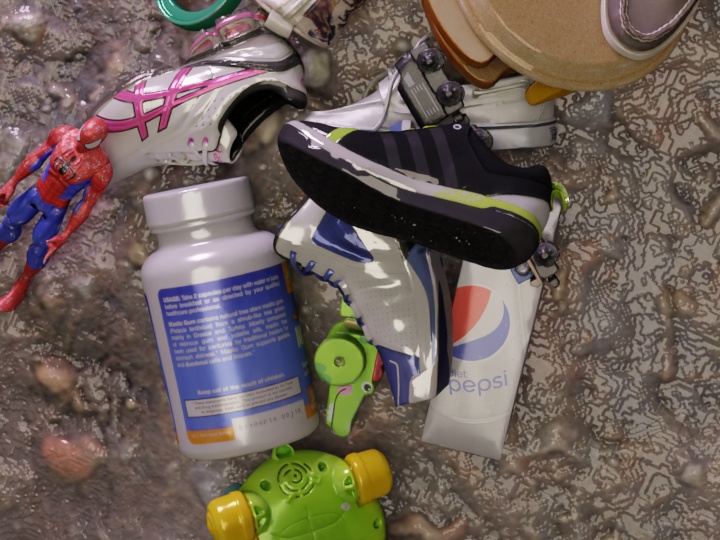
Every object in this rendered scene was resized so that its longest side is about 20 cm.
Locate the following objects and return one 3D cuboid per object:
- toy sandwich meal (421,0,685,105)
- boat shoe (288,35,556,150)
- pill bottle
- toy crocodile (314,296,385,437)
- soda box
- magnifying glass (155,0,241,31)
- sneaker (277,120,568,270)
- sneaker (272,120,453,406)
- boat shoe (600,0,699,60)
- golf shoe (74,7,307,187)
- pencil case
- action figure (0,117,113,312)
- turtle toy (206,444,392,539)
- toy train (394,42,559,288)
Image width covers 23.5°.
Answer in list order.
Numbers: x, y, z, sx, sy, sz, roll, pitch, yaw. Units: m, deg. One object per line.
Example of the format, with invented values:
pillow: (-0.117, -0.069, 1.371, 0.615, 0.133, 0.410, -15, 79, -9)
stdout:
toy sandwich meal: (0.141, -0.207, 1.254, 0.205, 0.070, 0.206, 4, 73, -13)
boat shoe: (0.044, -0.131, 1.283, 0.202, 0.075, 0.086, -2, 97, 5)
pill bottle: (-0.103, 0.033, 1.306, 0.112, 0.112, 0.200, -10, 96, 9)
toy crocodile: (0.005, 0.028, 1.312, 0.062, 0.068, 0.200, 10, 98, 7)
soda box: (0.100, 0.036, 1.300, 0.063, 0.068, 0.200, 14, 100, 6)
magnifying glass: (-0.092, -0.273, 1.299, 0.080, 0.022, 0.200, 32, 94, 32)
sneaker: (0.043, -0.066, 1.175, 0.200, 0.072, 0.083, 23, 63, 11)
sneaker: (0.000, -0.001, 1.243, 0.115, 0.081, 0.200, -9, 89, 12)
boat shoe: (0.232, -0.239, 1.210, 0.072, 0.060, 0.200, 33, 75, -5)
golf shoe: (-0.133, -0.112, 1.297, 0.200, 0.073, 0.092, -32, 64, 12)
pencil case: (0.005, -0.252, 1.265, 0.078, 0.089, 0.200, 43, 102, 1)
action figure: (-0.240, -0.046, 1.307, 0.065, 0.052, 0.200, 44, 125, 5)
turtle toy: (-0.041, 0.224, 1.325, 0.146, 0.101, 0.200, -15, 99, -16)
toy train: (0.083, -0.070, 1.238, 0.046, 0.034, 0.200, -31, 90, 10)
